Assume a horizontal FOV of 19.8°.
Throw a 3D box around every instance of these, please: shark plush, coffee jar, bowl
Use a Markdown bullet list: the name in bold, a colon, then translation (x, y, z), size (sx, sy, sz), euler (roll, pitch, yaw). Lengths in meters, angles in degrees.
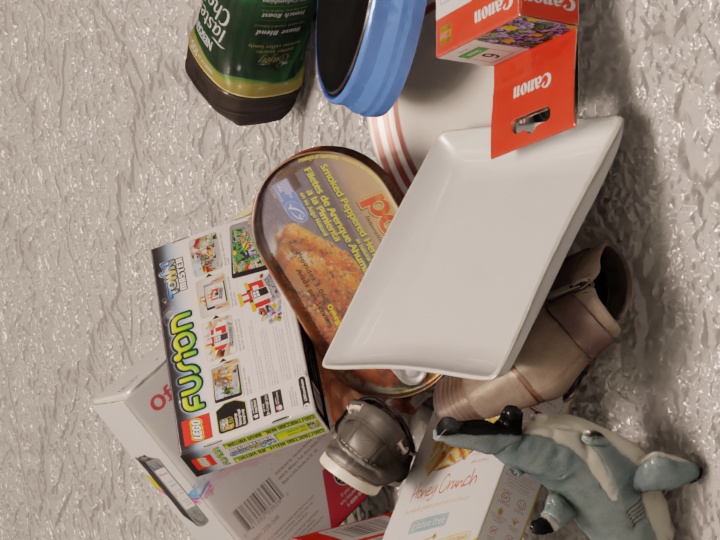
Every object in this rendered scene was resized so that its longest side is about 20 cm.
- **shark plush**: translation (0.137, 0.137, 1.327), size (0.091, 0.200, 0.083), euler (10, 76, 48)
- **coffee jar**: translation (-0.082, -0.220, 1.673), size (0.104, 0.085, 0.200), euler (53, 141, 38)
- **bowl**: translation (0.007, -0.212, 1.498), size (0.201, 0.039, 0.201), euler (-173, 90, -76)

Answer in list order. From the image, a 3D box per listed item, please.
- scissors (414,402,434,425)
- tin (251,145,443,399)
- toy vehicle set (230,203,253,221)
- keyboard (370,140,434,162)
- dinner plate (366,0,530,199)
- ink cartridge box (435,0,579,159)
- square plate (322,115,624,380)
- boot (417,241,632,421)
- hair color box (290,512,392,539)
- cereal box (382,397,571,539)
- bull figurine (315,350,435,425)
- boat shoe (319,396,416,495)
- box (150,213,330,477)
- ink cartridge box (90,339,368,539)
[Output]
- **scissors**: translation (0.066, 0.128, 1.598), size (0.200, 0.014, 0.073), euler (8, 105, 58)
- **tin**: translation (0.000, 0.000, 1.537), size (0.112, 0.042, 0.200), euler (-27, 99, 19)
- **toy vehicle set**: translation (-0.058, 0.036, 1.768), size (0.124, 0.026, 0.200), euler (-31, 73, 58)
- **keyboard**: translation (0.011, -0.061, 1.637), size (0.200, 0.011, 0.056), euler (-12, 89, 60)
- **dinner plate**: translation (0.067, -0.119, 1.504), size (0.200, 0.024, 0.200), euler (18, 112, 54)
- **ink cartridge box**: translation (0.096, -0.184, 1.373), size (0.109, 0.050, 0.200), euler (-19, 67, 60)
- **square plate**: translation (0.077, -0.011, 1.385), size (0.200, 0.028, 0.198), euler (0, 59, 56)
- **boot**: translation (0.115, 0.026, 1.399), size (0.146, 0.070, 0.200), euler (-34, 28, 21)
- **hair color box**: translation (0.016, 0.302, 1.640), size (0.064, 0.111, 0.200), euler (6, 105, 59)
- **cereal box**: translation (0.079, 0.143, 1.444), size (0.144, 0.040, 0.200), euler (-27, 36, 58)
- **bull figurine**: translation (-0.008, 0.038, 1.644), size (0.121, 0.065, 0.200), euler (-36, 69, 54)
- **boat shoe**: translation (0.015, 0.120, 1.505), size (0.067, 0.200, 0.057), euler (35, 95, 3)
- **box**: translation (-0.094, 0.050, 1.575), size (0.035, 0.110, 0.200), euler (59, -165, -51)
- **ink cartridge box**: translation (-0.096, 0.137, 1.670), size (0.200, 0.148, 0.086), euler (53, 153, -10)
